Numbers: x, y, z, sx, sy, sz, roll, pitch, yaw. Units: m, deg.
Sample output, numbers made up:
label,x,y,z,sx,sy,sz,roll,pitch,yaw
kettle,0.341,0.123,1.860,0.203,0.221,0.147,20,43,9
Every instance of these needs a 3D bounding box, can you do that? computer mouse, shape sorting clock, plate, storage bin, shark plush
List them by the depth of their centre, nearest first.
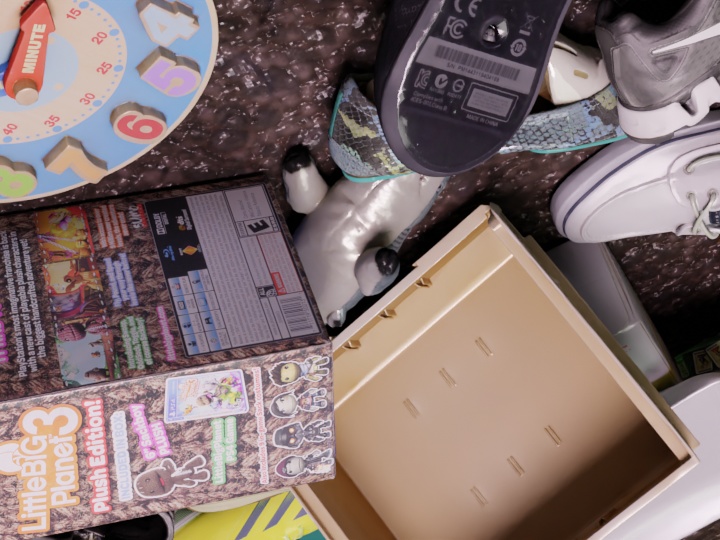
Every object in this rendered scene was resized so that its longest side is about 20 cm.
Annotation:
label,x,y,z,sx,sy,sz,roll,pitch,yaw
shape sorting clock,-0.165,-0.097,0.787,0.198,0.039,0.201,-12,144,-9
computer mouse,0.067,-0.143,0.805,0.138,0.053,0.201,16,109,-34
storage bin,0.066,0.094,0.971,0.200,0.199,0.094,-41,168,11
shark plush,0.000,0.000,0.971,0.083,0.091,0.201,-32,151,-37
plate,0.197,0.144,1.132,0.199,0.032,0.199,-31,144,16

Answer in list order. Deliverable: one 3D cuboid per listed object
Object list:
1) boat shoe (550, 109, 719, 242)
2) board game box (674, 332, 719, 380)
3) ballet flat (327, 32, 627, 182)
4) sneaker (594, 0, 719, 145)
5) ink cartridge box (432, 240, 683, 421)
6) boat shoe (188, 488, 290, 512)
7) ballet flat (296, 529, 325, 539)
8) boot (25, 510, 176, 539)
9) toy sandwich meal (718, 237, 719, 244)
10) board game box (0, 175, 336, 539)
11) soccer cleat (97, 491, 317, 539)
label,x,y,z,sx,sy,sz,roll,pitch,yaw
boat shoe,0.215,-0.056,0.988,0.199,0.067,0.074,-25,144,8
board game box,0.322,0.027,1.113,0.199,0.024,0.105,-24,177,28
ballet flat,0.079,-0.097,0.879,0.198,0.075,0.074,-14,144,-12
sneaker,0.201,-0.157,0.834,0.200,0.067,0.091,-39,124,-1
ink cartridge box,0.140,0.075,1.112,0.144,0.084,0.200,-27,145,11
boat shoe,-0.041,0.108,1.083,0.199,0.074,0.066,-21,150,3
ballet flat,-0.046,0.218,1.242,0.199,0.073,0.073,-27,144,1
boot,-0.183,0.102,0.918,0.198,0.131,0.068,7,111,13
toy sandwich meal,0.330,-0.031,1.060,0.204,0.071,0.205,-21,176,-1
board game box,-0.127,0.044,0.870,0.198,0.160,0.097,-9,128,-11
soccer cleat,-0.090,0.192,1.163,0.199,0.084,0.065,-12,144,-10
